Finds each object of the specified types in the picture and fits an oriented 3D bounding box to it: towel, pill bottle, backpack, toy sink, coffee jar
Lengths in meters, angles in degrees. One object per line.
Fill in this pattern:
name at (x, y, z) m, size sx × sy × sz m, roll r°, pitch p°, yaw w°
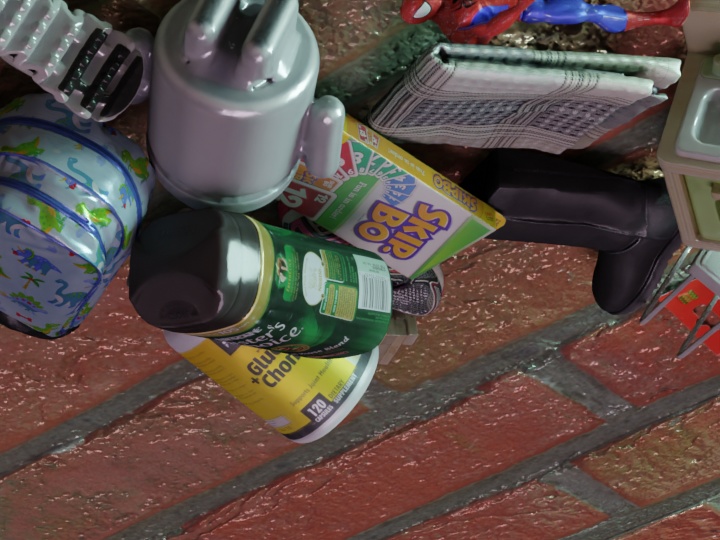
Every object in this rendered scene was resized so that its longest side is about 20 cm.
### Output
towel at (0.114, -0.119, 1.245) m, size 0.199 × 0.035 × 0.193 m, roll 0°, pitch 167°, yaw -17°
pill bottle at (-0.090, 0.042, 1.378) m, size 0.200 × 0.112 × 0.112 m, roll 40°, pitch 128°, yaw -18°
backpack at (-0.229, -0.039, 1.208) m, size 0.163 × 0.154 × 0.200 m, roll 38°, pitch 128°, yaw -13°
toy sink at (0.302, -0.096, 1.272) m, size 0.130 × 0.113 × 0.200 m, roll 11°, pitch 156°, yaw 23°
coffee jar at (-0.071, 0.012, 1.231) m, size 0.104 × 0.086 × 0.199 m, roll -7°, pitch 166°, yaw 37°

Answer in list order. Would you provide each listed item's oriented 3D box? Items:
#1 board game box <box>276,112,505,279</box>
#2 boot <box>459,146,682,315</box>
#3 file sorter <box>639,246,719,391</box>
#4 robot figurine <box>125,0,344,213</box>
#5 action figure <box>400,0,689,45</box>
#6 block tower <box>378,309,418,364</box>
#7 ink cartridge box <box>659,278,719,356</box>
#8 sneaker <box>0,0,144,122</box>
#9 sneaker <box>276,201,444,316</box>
board game box at (0.017, -0.054, 1.316) m, size 0.199 × 0.030 × 0.095 m, roll 28°, pitch 136°, yaw -36°
boot at (0.168, -0.029, 1.426) m, size 0.199 × 0.066 × 0.165 m, roll 2°, pitch 137°, yaw -25°
file sorter at (0.359, 0.042, 1.444) m, size 0.200 × 0.139 × 0.125 m, roll 39°, pitch 143°, yaw 1°
robot figurine at (-0.090, -0.116, 1.175) m, size 0.169 × 0.113 × 0.200 m, roll 24°, pitch 145°, yaw 5°
action figure at (0.126, -0.200, 1.151) m, size 0.199 × 0.066 × 0.099 m, roll -8°, pitch 154°, yaw -5°
block tower at (-0.052, 0.044, 1.493) m, size 0.199 × 0.054 × 0.058 m, roll 4°, pitch 146°, yaw -20°
ink cartridge box at (0.406, 0.031, 1.606) m, size 0.199 × 0.050 × 0.162 m, roll -28°, pitch 144°, yaw 21°
sneaker at (-0.231, -0.172, 1.091) m, size 0.075 × 0.081 × 0.200 m, roll -52°, pitch 128°, yaw -10°
sneaker at (0.000, 0.000, 1.419) m, size 0.080 × 0.075 × 0.200 m, roll -29°, pitch 144°, yaw 27°
